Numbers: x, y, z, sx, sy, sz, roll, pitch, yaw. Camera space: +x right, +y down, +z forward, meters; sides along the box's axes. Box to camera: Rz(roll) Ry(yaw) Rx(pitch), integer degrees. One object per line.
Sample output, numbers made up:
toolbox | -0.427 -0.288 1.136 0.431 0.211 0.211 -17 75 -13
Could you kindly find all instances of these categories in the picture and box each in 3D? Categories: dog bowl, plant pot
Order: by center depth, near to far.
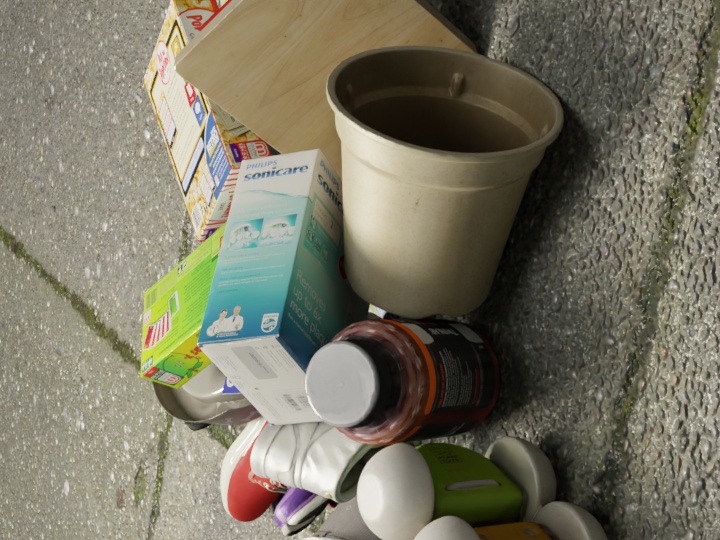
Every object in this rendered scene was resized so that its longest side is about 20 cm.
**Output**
plant pot | 0.059 -0.067 1.408 0.200 0.200 0.184 50 140 46
dog bowl | -0.134 0.071 1.724 0.200 0.059 0.201 -21 57 36

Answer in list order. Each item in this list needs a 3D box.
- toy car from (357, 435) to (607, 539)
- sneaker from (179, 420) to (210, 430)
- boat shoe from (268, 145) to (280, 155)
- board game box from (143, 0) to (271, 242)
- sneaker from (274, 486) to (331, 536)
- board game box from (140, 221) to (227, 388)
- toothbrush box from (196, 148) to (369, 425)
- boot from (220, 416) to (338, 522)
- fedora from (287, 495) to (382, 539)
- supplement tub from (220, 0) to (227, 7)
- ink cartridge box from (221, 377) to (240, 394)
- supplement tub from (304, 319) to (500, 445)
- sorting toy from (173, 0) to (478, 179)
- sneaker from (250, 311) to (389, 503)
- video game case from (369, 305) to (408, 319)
toy car | 0.090 0.234 1.344 0.200 0.175 0.150 52 134 44
sneaker | -0.154 0.141 1.832 0.200 0.077 0.111 38 129 42
boat shoe | -0.084 -0.154 1.675 0.070 0.066 0.200 -20 96 55
board game box | -0.156 -0.152 1.636 0.200 0.046 0.152 70 154 20
sneaker | -0.050 0.168 1.577 0.081 0.083 0.200 -54 11 46
board game box | -0.145 0.026 1.619 0.200 0.048 0.102 -38 43 41
toothbrush box | -0.059 0.016 1.461 0.085 0.146 0.200 -7 52 24
boot | -0.075 0.223 1.709 0.144 0.072 0.200 58 132 39
fedora | 0.019 0.256 1.504 0.090 0.177 0.200 -66 8 -21
supplement tub | -0.069 -0.289 1.615 0.200 0.145 0.145 -101 31 -44
ink cartridge box | -0.104 0.023 1.636 0.095 0.037 0.201 -8 68 54
supplement tub | 0.034 0.094 1.397 0.107 0.200 0.107 -1 88 29
sorting toy | -0.032 -0.207 1.500 0.200 0.199 0.070 -40 30 24
sneaker | 0.001 0.130 1.508 0.115 0.200 0.074 18 145 30
video game case | 0.000 0.000 1.598 0.200 0.018 0.143 -39 74 49
